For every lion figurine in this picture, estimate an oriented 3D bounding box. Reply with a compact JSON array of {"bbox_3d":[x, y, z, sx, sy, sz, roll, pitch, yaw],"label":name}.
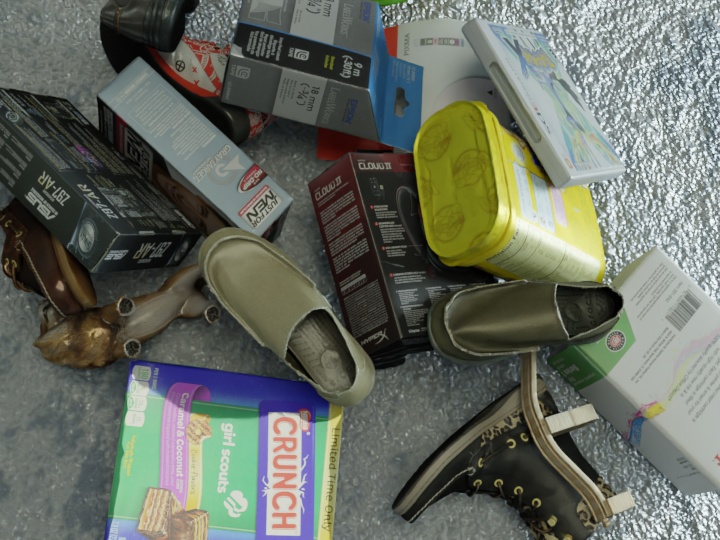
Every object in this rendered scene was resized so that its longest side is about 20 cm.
[{"bbox_3d":[-0.196,0.039,1.007,0.198,0.122,0.074,-16,92,-32],"label":"lion figurine"}]

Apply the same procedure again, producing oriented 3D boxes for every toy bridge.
[{"bbox_3d":[0.190,0.144,1.025,0.066,0.027,0.203,-10,69,-32],"label":"toy bridge"}]

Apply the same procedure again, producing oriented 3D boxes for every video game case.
[{"bbox_3d":[0.192,-0.170,1.115,0.184,0.022,0.199,61,28,9],"label":"video game case"}]

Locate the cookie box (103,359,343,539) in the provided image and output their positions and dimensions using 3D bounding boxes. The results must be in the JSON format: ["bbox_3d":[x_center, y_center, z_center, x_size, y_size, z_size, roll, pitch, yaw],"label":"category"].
[{"bbox_3d":[-0.121,0.182,0.982,0.197,0.075,0.174,8,71,-11],"label":"cookie box"}]

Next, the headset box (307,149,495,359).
[{"bbox_3d":[0.043,-0.026,1.052,0.147,0.075,0.203,-5,73,-41],"label":"headset box"}]

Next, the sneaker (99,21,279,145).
[{"bbox_3d":[-0.162,-0.205,1.100,0.201,0.068,0.108,38,47,17],"label":"sneaker"}]

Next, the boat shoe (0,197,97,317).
[{"bbox_3d":[-0.282,-0.012,0.966,0.070,0.200,0.071,-27,122,-8],"label":"boat shoe"}]

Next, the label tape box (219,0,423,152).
[{"bbox_3d":[-0.026,-0.204,1.058,0.197,0.064,0.146,13,46,-8],"label":"label tape box"}]

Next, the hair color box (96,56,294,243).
[{"bbox_3d":[-0.160,-0.098,1.044,0.200,0.099,0.061,42,69,3],"label":"hair color box"}]

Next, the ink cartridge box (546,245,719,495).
[{"bbox_3d":[0.311,0.102,1.093,0.200,0.084,0.145,44,70,4],"label":"ink cartridge box"}]

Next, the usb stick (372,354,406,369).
[{"bbox_3d":[0.000,0.000,1.086,0.055,0.033,0.203,-12,77,-9],"label":"usb stick"}]

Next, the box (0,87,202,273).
[{"bbox_3d":[-0.252,-0.083,0.978,0.200,0.160,0.044,43,104,11],"label":"box"}]

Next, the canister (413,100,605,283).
[{"bbox_3d":[0.148,-0.058,1.050,0.199,0.086,0.151,22,53,-45],"label":"canister"}]

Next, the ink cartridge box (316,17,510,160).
[{"bbox_3d":[0.058,-0.186,1.146,0.197,0.057,0.165,7,73,-15],"label":"ink cartridge box"}]

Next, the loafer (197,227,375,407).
[{"bbox_3d":[-0.061,0.038,0.954,0.200,0.068,0.076,43,83,-2],"label":"loafer"}]

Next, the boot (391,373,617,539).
[{"bbox_3d":[0.141,0.210,1.032,0.199,0.073,0.151,-35,83,-28],"label":"boot"}]

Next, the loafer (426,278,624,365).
[{"bbox_3d":[0.154,0.036,0.991,0.197,0.070,0.076,-9,75,-21],"label":"loafer"}]

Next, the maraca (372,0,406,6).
[{"bbox_3d":[0.035,-0.354,1.159,0.198,0.107,0.139,-27,88,-18],"label":"maraca"}]

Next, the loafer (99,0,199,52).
[{"bbox_3d":[-0.196,-0.285,1.073,0.071,0.074,0.201,12,35,-2],"label":"loafer"}]
